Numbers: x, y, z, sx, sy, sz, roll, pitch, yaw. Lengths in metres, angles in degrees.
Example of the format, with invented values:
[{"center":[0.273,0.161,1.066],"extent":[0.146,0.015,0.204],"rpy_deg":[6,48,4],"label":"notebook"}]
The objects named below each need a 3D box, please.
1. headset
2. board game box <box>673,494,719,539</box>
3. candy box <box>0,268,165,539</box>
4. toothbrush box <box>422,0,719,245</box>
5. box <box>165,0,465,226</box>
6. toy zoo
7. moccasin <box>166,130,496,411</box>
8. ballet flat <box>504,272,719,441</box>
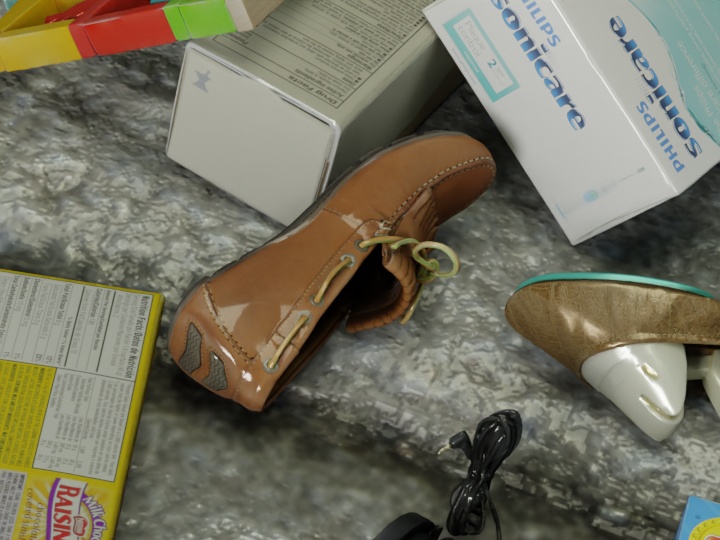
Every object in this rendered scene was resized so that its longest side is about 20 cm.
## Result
[{"center":[0.051,0.129,0.957],"extent":[0.123,0.094,0.200],"rpy_deg":[21,17,-8],"label":"headset"},{"center":[0.202,0.201,0.953],"extent":[0.196,0.056,0.200],"rpy_deg":[16,42,6],"label":"board game box"},{"center":[-0.150,0.075,1.043],"extent":[0.102,0.026,0.200],"rpy_deg":[11,42,-3],"label":"candy box"},{"center":[0.152,-0.128,1.241],"extent":[0.200,0.085,0.146],"rpy_deg":[-38,96,-41],"label":"toothbrush box"},{"center":[-0.006,-0.115,1.242],"extent":[0.095,0.078,0.200],"rpy_deg":[31,45,14],"label":"box"},{"center":[-0.107,-0.148,1.233],"extent":[0.200,0.020,0.131],"rpy_deg":[-6,28,34],"label":"toy zoo"},{"center":[0.000,-0.001,1.126],"extent":[0.078,0.074,0.201],"rpy_deg":[39,45,16],"label":"moccasin"},{"center":[0.167,0.047,1.124],"extent":[0.200,0.068,0.072],"rpy_deg":[7,60,-9],"label":"ballet flat"}]
